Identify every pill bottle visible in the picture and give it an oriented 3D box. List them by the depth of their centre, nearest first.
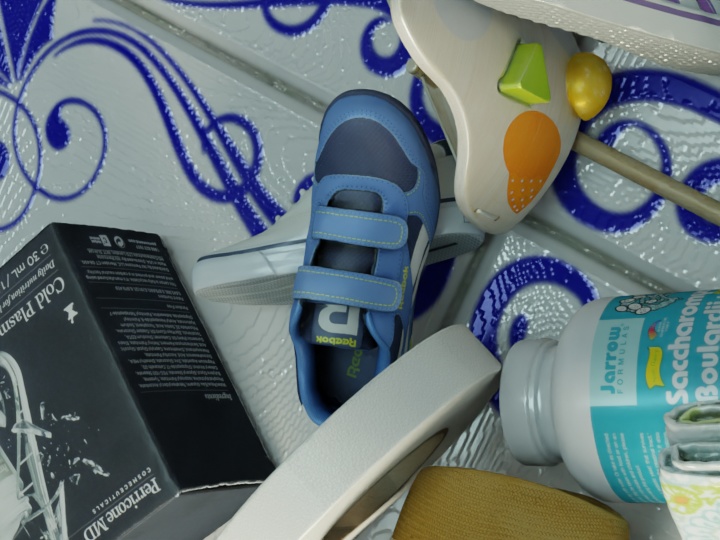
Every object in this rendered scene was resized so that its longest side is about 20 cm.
[{"bbox_3d":[0.176,0.066,0.818,0.198,0.110,0.112,-5,83,30],"label":"pill bottle"}]

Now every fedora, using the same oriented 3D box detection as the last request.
[{"bbox_3d":[0.079,0.151,0.832,0.199,0.200,0.083,13,85,31],"label":"fedora"}]

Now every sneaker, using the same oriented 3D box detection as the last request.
[{"bbox_3d":[0.158,-0.171,0.811,0.072,0.199,0.116,7,83,64],"label":"sneaker"},{"bbox_3d":[0.000,0.000,0.882,0.073,0.082,0.202,7,110,15],"label":"sneaker"},{"bbox_3d":[-0.016,-0.028,0.972,0.198,0.073,0.072,-14,69,20],"label":"sneaker"}]

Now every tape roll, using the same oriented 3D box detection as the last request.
[{"bbox_3d":[-0.001,0.112,0.869,0.037,0.202,0.203,46,109,13],"label":"tape roll"}]

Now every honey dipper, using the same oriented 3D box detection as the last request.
[{"bbox_3d":[0.169,-0.047,0.876,0.199,0.038,0.038,30,101,31],"label":"honey dipper"}]

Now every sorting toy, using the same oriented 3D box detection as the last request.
[{"bbox_3d":[0.044,-0.150,0.858,0.106,0.180,0.202,-31,61,19],"label":"sorting toy"}]

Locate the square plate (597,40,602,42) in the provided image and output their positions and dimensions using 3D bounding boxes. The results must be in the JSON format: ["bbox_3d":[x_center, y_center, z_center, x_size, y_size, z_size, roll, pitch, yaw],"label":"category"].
[{"bbox_3d":[0.190,-0.222,0.820,0.196,0.029,0.201,-3,127,31],"label":"square plate"}]

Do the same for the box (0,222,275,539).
[{"bbox_3d":[-0.191,0.107,1.030,0.199,0.124,0.198,-38,70,23],"label":"box"}]

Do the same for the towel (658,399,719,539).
[{"bbox_3d":[0.244,0.136,0.742,0.170,0.201,0.048,0,45,31],"label":"towel"}]
